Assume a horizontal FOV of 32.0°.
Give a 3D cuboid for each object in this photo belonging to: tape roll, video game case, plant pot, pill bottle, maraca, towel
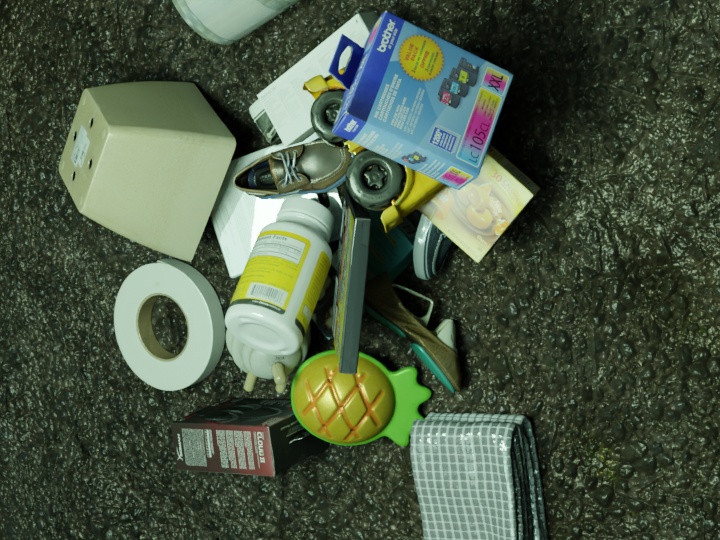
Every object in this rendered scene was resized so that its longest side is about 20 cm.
[{"bbox_3d":[-0.299,0.084,1.958,0.200,0.037,0.206,6,101,30],"label":"tape roll"},{"bbox_3d":[-0.013,0.011,1.643,0.025,0.181,0.203,4,104,-6],"label":"video game case"},{"bbox_3d":[-0.319,-0.157,1.800,0.200,0.175,0.202,51,124,46],"label":"plant pot"},{"bbox_3d":[-0.102,0.004,1.709,0.110,0.112,0.202,3,57,30],"label":"pill bottle"},{"bbox_3d":[0.000,0.181,1.761,0.197,0.107,0.139,7,104,4],"label":"maraca"},{"bbox_3d":[0.156,0.297,1.696,0.164,0.085,0.203,-4,97,32],"label":"towel"}]

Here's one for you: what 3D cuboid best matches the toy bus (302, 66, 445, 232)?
[{"bbox_3d":[0.048,-0.175,1.505,0.191,0.136,0.202,-32,89,4],"label":"toy bus"}]

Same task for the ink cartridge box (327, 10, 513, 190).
[{"bbox_3d":[0.056,-0.196,1.415,0.198,0.076,0.138,23,73,-8],"label":"ink cartridge box"}]

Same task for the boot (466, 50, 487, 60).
[{"bbox_3d":[0.081,-0.204,1.654,0.209,0.079,0.160,-4,94,36],"label":"boot"}]

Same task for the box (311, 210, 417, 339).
[{"bbox_3d":[0.000,0.000,1.756,0.083,0.049,0.200,49,119,14],"label":"box"}]

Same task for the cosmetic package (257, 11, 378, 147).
[{"bbox_3d":[-0.041,-0.251,1.652,0.199,0.050,0.083,-32,87,35],"label":"cosmetic package"}]

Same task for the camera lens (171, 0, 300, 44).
[{"bbox_3d":[-0.157,-0.416,1.710,0.198,0.159,0.162,-25,86,31],"label":"camera lens"}]

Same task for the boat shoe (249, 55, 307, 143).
[{"bbox_3d":[-0.073,-0.248,1.748,0.199,0.070,0.064,-35,80,38],"label":"boat shoe"}]

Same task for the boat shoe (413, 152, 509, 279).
[{"bbox_3d":[0.132,-0.071,1.652,0.090,0.071,0.203,20,112,20],"label":"boat shoe"}]

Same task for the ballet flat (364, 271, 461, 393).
[{"bbox_3d":[0.082,0.077,1.704,0.200,0.068,0.072,43,83,-5],"label":"ballet flat"}]

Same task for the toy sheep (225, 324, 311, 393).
[{"bbox_3d":[-0.131,0.096,1.798,0.139,0.136,0.201,-58,36,25],"label":"toy sheep"}]

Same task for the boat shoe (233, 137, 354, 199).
[{"bbox_3d":[-0.092,-0.134,1.719,0.198,0.072,0.073,-18,85,38],"label":"boat shoe"}]

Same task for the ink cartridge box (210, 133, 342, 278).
[{"bbox_3d":[-0.122,-0.095,1.827,0.197,0.057,0.165,-18,89,11],"label":"ink cartridge box"}]

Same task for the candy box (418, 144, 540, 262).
[{"bbox_3d":[0.115,-0.122,1.586,0.200,0.055,0.116,42,111,6],"label":"candy box"}]

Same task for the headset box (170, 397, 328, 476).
[{"bbox_3d":[-0.153,0.241,1.833,0.198,0.148,0.079,-3,98,32],"label":"headset box"}]
